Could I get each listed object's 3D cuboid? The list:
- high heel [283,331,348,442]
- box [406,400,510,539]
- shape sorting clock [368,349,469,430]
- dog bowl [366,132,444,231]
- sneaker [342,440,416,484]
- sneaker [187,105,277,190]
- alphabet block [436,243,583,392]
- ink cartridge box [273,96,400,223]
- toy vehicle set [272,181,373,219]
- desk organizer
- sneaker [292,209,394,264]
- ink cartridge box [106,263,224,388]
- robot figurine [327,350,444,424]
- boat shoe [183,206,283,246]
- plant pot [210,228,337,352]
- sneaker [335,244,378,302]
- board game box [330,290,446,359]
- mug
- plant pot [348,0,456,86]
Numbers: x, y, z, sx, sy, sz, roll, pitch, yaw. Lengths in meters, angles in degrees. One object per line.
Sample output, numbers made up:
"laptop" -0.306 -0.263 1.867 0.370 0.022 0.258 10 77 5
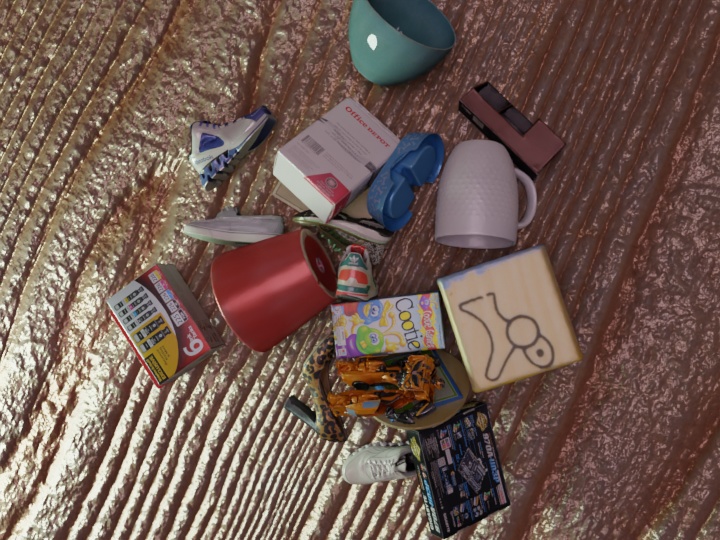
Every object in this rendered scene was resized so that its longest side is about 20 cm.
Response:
"high heel" -0.050 0.226 1.313 0.142 0.071 0.201 32 111 14
"box" 0.179 0.358 1.246 0.158 0.046 0.202 -16 93 -27
"shape sorting clock" 0.098 0.212 1.250 0.198 0.201 0.039 1 126 9
"dog bowl" 0.081 -0.170 1.271 0.049 0.112 0.201 27 78 32
"sneaker" 0.056 0.363 1.297 0.199 0.081 0.076 -17 89 10
"sneaker" -0.271 -0.266 1.349 0.199 0.081 0.115 -43 86 8
"alphabet block" 0.256 0.080 1.209 0.194 0.196 0.201 -18 87 10
"ink cartridge box" -0.041 -0.206 1.266 0.146 0.085 0.200 43 63 6
"toy vehicle set" -0.059 -0.152 1.343 0.199 0.027 0.125 32 95 8
"desk organizer" 0.278 -0.267 1.270 0.077 0.072 0.200 -45 84 4
"sneaker" -0.039 -0.060 1.296 0.199 0.077 0.089 16 110 13
"ink cartridge box" -0.403 0.117 1.366 0.175 0.084 0.201 -35 85 7
"robot figurine" 0.047 0.198 1.188 0.199 0.058 0.146 -9 44 22
"boat shoe" -0.247 -0.089 1.357 0.199 0.070 0.072 5 80 5
"plant pot" -0.146 0.025 1.264 0.176 0.200 0.202 -26 86 14
"sneaker" 0.000 0.000 1.244 0.070 0.200 0.094 9 96 7
"board game box" 0.056 0.100 1.285 0.198 0.105 0.104 -7 89 10
"mug" 0.235 -0.135 1.251 0.198 0.147 0.177 7 83 -21
"plant pot" 0.056 -0.421 1.261 0.200 0.200 0.135 45 131 6
